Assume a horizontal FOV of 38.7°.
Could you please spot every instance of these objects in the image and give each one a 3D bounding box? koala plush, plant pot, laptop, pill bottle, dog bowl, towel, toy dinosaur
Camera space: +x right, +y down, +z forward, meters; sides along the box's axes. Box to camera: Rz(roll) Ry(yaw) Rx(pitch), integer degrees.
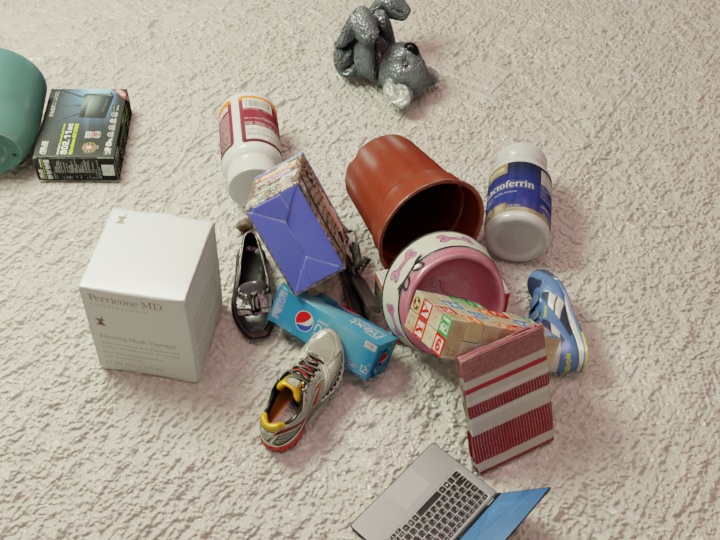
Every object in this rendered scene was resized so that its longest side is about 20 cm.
[{"bbox_3d":[0.059,-0.417,2.042,0.200,0.184,0.177,41,44,4],"label":"koala plush"},{"bbox_3d":[-0.671,-0.274,1.849,0.198,0.201,0.163,-4,60,-6],"label":"plant pot"},{"bbox_3d":[0.120,0.326,1.405,0.199,0.117,0.187,35,56,25],"label":"laptop"},{"bbox_3d":[-0.199,-0.219,1.865,0.113,0.115,0.202,-4,49,-6],"label":"pill bottle"},{"bbox_3d":[0.136,0.045,1.588,0.198,0.203,0.074,-14,19,-14],"label":"dog bowl"},{"bbox_3d":[0.213,0.187,1.485,0.143,0.202,0.023,-20,27,-18],"label":"towel"},{"bbox_3d":[-0.123,-0.113,1.799,0.197,0.107,0.061,-6,44,1],"label":"toy dinosaur"},{"bbox_3d":[0.279,-0.124,1.802,0.114,0.116,0.201,7,48,4],"label":"pill bottle"},{"bbox_3d":[0.078,-0.122,1.752,0.199,0.202,0.196,-18,44,-18],"label":"plant pot"}]

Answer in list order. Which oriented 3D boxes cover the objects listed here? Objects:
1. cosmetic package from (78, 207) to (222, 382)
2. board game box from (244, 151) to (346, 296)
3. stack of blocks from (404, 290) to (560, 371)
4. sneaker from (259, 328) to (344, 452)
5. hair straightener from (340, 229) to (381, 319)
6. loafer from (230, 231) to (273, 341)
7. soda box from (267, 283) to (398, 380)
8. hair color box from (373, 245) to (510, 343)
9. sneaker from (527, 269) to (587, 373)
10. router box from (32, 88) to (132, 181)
[{"bbox_3d":[-0.315,0.038,1.580,0.165,0.201,0.168,8,49,6],"label":"cosmetic package"},{"bbox_3d":[-0.100,-0.079,1.652,0.096,0.161,0.200,-27,18,8],"label":"board game box"},{"bbox_3d":[0.180,0.091,1.512,0.198,0.059,0.115,11,15,-28],"label":"stack of blocks"},{"bbox_3d":[-0.085,0.172,1.528,0.077,0.082,0.201,22,65,15],"label":"sneaker"},{"bbox_3d":[0.000,0.000,1.716,0.041,0.077,0.201,23,33,-31],"label":"hair straightener"},{"bbox_3d":[-0.181,0.022,1.690,0.071,0.063,0.202,-5,49,-6],"label":"loafer"},{"bbox_3d":[-0.045,0.091,1.620,0.199,0.065,0.068,30,19,21],"label":"soda box"},{"bbox_3d":[0.133,0.038,1.691,0.198,0.064,0.112,-15,52,-13],"label":"hair color box"},{"bbox_3d":[0.300,0.080,1.655,0.081,0.074,0.201,-9,49,-8],"label":"sneaker"},{"bbox_3d":[-0.517,-0.256,1.917,0.148,0.063,0.202,-1,49,-1],"label":"router box"}]
